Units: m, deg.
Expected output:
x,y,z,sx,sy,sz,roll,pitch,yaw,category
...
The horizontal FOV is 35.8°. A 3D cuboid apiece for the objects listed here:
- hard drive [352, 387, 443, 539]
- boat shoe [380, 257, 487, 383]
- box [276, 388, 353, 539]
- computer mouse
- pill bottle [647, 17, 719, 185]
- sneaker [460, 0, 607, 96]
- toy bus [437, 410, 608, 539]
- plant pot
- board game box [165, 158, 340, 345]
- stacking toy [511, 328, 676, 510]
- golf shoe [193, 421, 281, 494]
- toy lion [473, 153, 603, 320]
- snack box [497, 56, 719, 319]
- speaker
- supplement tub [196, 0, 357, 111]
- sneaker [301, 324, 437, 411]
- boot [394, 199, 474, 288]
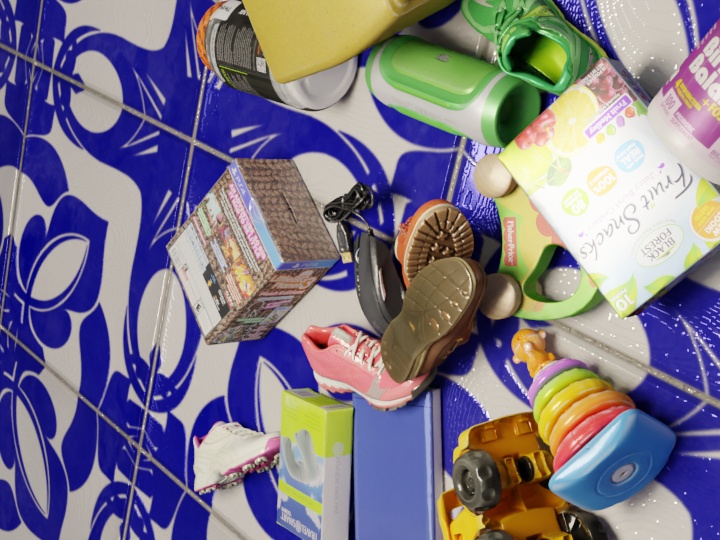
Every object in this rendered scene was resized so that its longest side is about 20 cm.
x,y,z,sx,sy,sz,roll,pitch,yaw,category
0.043,0.237,1.331,0.132,0.025,0.201,1,93,46,hard drive
0.085,0.048,1.174,0.072,0.067,0.200,64,147,25,boat shoe
-0.058,0.260,1.410,0.122,0.047,0.201,12,102,58,box
0.000,0.000,1.326,0.140,0.046,0.201,-6,103,69,computer mouse
0.342,-0.175,0.928,0.112,0.112,0.200,56,129,28,pill bottle
0.168,-0.240,1.127,0.200,0.083,0.074,45,123,35,sneaker
0.144,0.265,1.170,0.192,0.135,0.201,-38,63,58,toy bus
-0.001,-0.326,1.154,0.200,0.194,0.196,6,124,55,plant pot
-0.145,-0.023,1.459,0.200,0.097,0.160,-44,62,38,board game box
0.207,0.130,1.111,0.116,0.110,0.200,-46,46,13,stacking toy
-0.173,0.243,1.526,0.200,0.075,0.092,-31,68,42,golf shoe
0.211,-0.049,1.119,0.191,0.069,0.201,2,94,39,toy lion
0.242,-0.077,1.036,0.142,0.053,0.200,-43,72,27,snack box
0.096,-0.196,1.203,0.200,0.088,0.089,29,113,41,speaker
-0.109,-0.275,1.386,0.200,0.122,0.123,24,109,42,supplement tub
0.000,0.106,1.307,0.200,0.074,0.087,3,136,46,sneaker
0.069,-0.031,1.205,0.200,0.075,0.108,90,163,-58,boot
